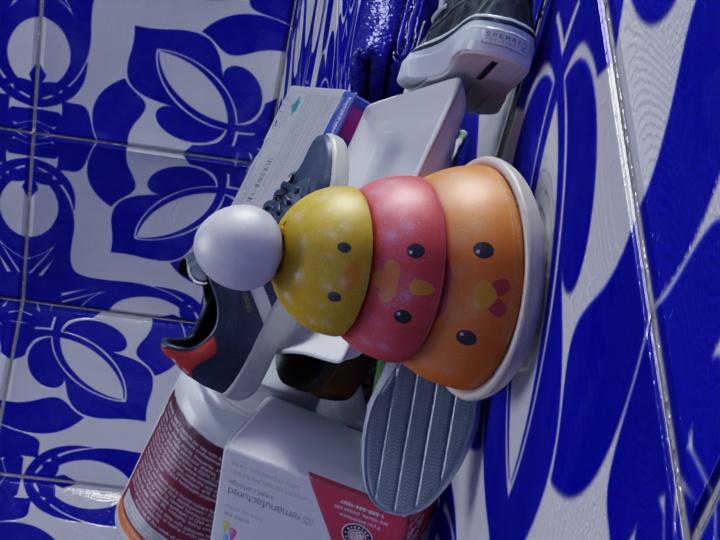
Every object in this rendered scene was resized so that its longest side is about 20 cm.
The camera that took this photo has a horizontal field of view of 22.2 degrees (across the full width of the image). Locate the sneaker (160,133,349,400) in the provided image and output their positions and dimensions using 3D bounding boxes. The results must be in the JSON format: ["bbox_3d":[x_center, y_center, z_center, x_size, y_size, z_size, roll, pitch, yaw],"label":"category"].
[{"bbox_3d":[-0.077,-0.013,1.292,0.202,0.084,0.075,-66,15,-3],"label":"sneaker"}]

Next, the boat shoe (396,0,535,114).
[{"bbox_3d":[0.080,-0.153,1.221,0.200,0.071,0.072,165,124,-74],"label":"boat shoe"}]

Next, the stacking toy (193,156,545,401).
[{"bbox_3d":[-0.003,-0.001,1.077,0.146,0.198,0.148,-176,90,-68],"label":"stacking toy"}]

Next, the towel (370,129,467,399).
[{"bbox_3d":[0.043,-0.003,1.339,0.201,0.030,0.151,-73,-7,-56],"label":"towel"}]

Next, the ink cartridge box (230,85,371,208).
[{"bbox_3d":[-0.043,-0.084,1.448,0.120,0.042,0.200,-64,16,-2],"label":"ink cartridge box"}]

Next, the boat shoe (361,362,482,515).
[{"bbox_3d":[0.054,0.062,1.210,0.067,0.073,0.202,-5,-66,-82],"label":"boat shoe"}]

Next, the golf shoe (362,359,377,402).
[{"bbox_3d":[-0.007,0.021,1.562,0.075,0.091,0.202,-30,-40,-49],"label":"golf shoe"}]

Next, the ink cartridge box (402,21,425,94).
[{"bbox_3d":[0.037,-0.086,1.455,0.095,0.037,0.202,84,-161,-74],"label":"ink cartridge box"}]

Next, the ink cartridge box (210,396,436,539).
[{"bbox_3d":[-0.033,0.214,1.333,0.086,0.146,0.202,-46,-29,-60],"label":"ink cartridge box"}]

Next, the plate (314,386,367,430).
[{"bbox_3d":[-0.059,0.138,1.508,0.201,0.032,0.201,-62,25,30],"label":"plate"}]

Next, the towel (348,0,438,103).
[{"bbox_3d":[0.034,-0.194,1.538,0.149,0.049,0.201,87,-166,-48],"label":"towel"}]

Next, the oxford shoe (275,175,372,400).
[{"bbox_3d":[0.000,0.000,1.361,0.071,0.071,0.202,15,81,43],"label":"oxford shoe"}]

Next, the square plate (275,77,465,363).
[{"bbox_3d":[0.005,-0.028,1.255,0.200,0.028,0.200,-68,16,-7],"label":"square plate"}]

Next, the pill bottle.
[{"bbox_3d":[-0.106,0.138,1.428,0.115,0.113,0.201,-93,27,-57],"label":"pill bottle"}]
